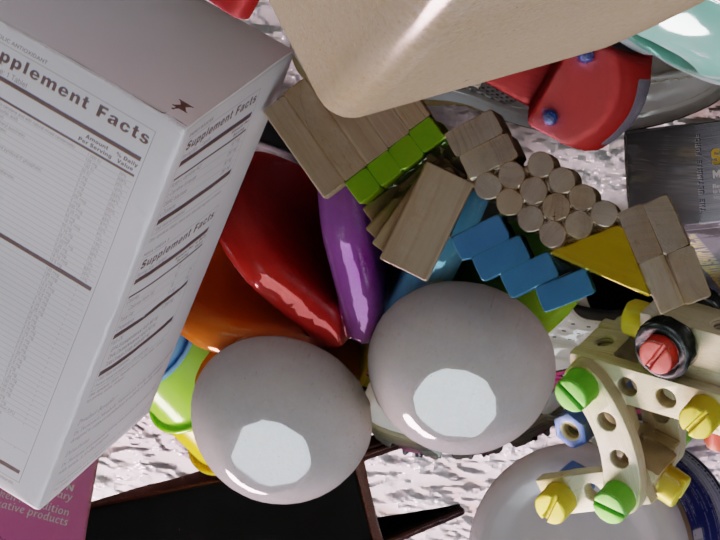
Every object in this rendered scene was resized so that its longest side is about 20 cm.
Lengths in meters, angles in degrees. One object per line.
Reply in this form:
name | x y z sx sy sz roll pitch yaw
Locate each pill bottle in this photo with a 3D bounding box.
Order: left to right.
pill bottle | 0.137 0.146 1.389 0.115 0.116 0.200 -7 176 18

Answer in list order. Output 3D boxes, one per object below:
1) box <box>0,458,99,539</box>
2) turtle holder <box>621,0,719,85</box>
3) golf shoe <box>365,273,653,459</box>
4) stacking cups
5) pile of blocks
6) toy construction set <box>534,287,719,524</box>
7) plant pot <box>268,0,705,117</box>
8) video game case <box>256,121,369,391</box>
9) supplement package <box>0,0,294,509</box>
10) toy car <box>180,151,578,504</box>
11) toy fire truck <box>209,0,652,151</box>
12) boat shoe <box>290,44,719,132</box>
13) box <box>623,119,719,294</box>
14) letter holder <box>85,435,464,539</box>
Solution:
box | -0.212 0.138 1.417 0.096 0.200 0.176 16 143 -15
turtle holder | 0.165 -0.139 1.038 0.131 0.141 0.185 -19 175 32
golf shoe | 0.094 0.037 1.344 0.199 0.073 0.092 -14 118 8
stacking cups | -0.121 0.029 1.333 0.060 0.061 0.200 -18 135 30
pile of blocks | 0.055 -0.028 1.107 0.200 0.082 0.062 30 -175 7
toy construction set | 0.176 0.075 1.219 0.199 0.092 0.131 7 122 18
plant pot | 0.045 -0.165 0.899 0.199 0.200 0.177 -18 162 -30
video game case | -0.032 -0.001 1.345 0.180 0.026 0.200 19 142 -18
supplement package | -0.127 -0.022 1.112 0.114 0.110 0.200 30 120 10
toy car | 0.000 0.000 1.195 0.199 0.175 0.150 -16 114 18
toy fire truck | 0.024 -0.105 1.037 0.200 0.141 0.049 29 107 -2
boat shoe | 0.067 -0.108 1.136 0.199 0.071 0.069 3 144 4
box | 0.220 -0.026 1.193 0.158 0.049 0.200 -6 165 19
letter holder | -0.037 0.152 1.442 0.200 0.101 0.142 -14 -179 33
